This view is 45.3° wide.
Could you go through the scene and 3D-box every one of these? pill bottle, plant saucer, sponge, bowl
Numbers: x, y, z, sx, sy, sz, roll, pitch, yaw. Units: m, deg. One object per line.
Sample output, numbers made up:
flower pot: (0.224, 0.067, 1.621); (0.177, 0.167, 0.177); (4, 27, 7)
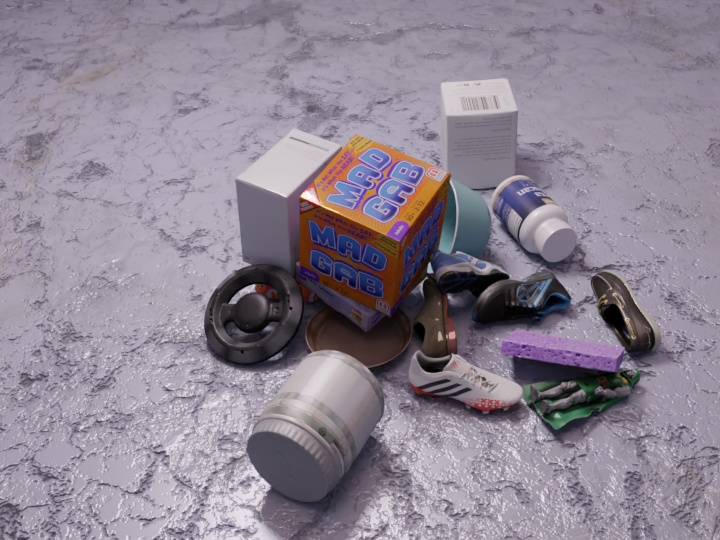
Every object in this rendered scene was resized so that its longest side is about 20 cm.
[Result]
pill bottle: (0.365, -0.106, 1.804); (0.110, 0.112, 0.200); (-15, 39, -15)
plant saucer: (-0.003, 0.122, 1.601); (0.198, 0.032, 0.201); (-2, 38, 1)
sponge: (0.350, 0.139, 1.499); (0.198, 0.030, 0.111); (9, 8, 24)
bowl: (0.194, -0.090, 1.756); (0.104, 0.202, 0.201); (4, 33, -22)

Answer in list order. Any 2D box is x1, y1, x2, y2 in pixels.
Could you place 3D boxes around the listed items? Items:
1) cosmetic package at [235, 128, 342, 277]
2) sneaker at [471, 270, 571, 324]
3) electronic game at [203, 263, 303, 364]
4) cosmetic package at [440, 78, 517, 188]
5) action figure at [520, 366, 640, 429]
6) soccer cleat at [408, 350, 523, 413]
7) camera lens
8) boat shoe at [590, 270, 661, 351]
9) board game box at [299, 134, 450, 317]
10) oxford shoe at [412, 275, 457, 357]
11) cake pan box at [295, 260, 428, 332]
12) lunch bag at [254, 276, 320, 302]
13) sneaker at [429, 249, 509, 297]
cosmetic package: (-0.133, -0.128, 1.669); (0.122, 0.201, 0.200); (22, 46, 22)
sneaker: (0.303, 0.059, 1.624); (0.198, 0.074, 0.082); (-19, 41, -18)
electronic game: (-0.200, 0.079, 1.609); (0.198, 0.042, 0.202); (-8, 63, 15)
cosmetic package: (0.273, -0.317, 2.013); (0.163, 0.201, 0.166); (-3, 38, 1)
action figure: (0.385, 0.199, 1.454); (0.198, 0.055, 0.118); (-12, 35, -17)
soccer cleat: (0.176, 0.184, 1.461); (0.198, 0.086, 0.069); (10, 39, 17)
camera lens: (-0.065, 0.236, 1.349); (0.159, 0.161, 0.200); (15, 41, 23)
boat shoe: (0.475, 0.072, 1.594); (0.060, 0.072, 0.202); (-10, 40, -15)
board game box: (0.023, -0.082, 1.565); (0.199, 0.201, 0.200); (25, 52, 17)
oxford shoe: (0.130, 0.081, 1.612); (0.073, 0.071, 0.201); (-8, 37, -1)
cake pan box: (0.000, 0.000, 1.657); (0.199, 0.053, 0.184); (35, 53, 25)
lunch bag: (-0.116, -0.021, 1.763); (0.174, 0.083, 0.201); (7, 41, 7)
sneaker: (0.211, 0.000, 1.647); (0.199, 0.076, 0.077); (12, 39, -45)
